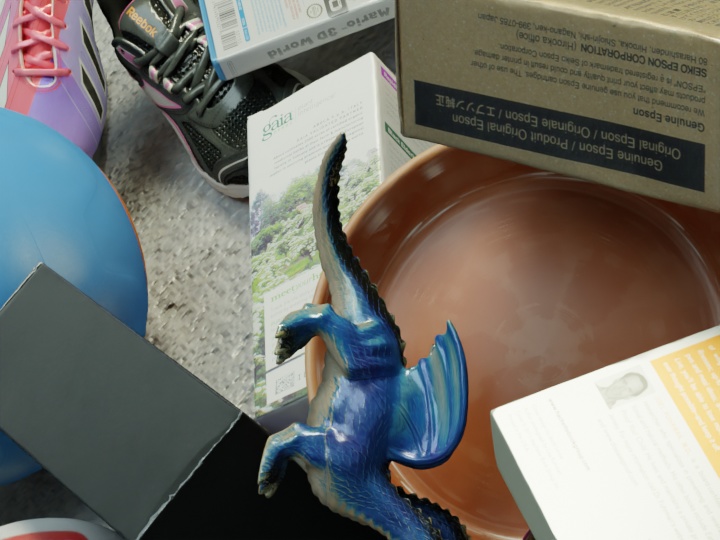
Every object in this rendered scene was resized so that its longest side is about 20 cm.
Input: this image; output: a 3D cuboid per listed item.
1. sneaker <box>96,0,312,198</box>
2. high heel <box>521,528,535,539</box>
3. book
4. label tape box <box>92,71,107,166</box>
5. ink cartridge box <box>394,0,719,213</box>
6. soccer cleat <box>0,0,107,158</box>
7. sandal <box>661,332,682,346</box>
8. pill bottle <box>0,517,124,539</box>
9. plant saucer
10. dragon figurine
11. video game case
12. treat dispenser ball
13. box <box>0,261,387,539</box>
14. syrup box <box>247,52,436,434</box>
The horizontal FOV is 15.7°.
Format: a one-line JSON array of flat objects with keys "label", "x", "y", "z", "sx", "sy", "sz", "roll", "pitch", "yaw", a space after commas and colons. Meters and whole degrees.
[{"label": "sneaker", "x": -0.095, "y": -0.110, "z": 1.428, "sx": 0.080, "sy": 0.086, "sz": 0.200, "roll": -50, "pitch": 38, "yaw": 0}, {"label": "high heel", "x": 0.034, "y": 0.167, "z": 1.051, "sx": 0.200, "sy": 0.096, "sz": 0.067, "roll": -41, "pitch": 38, "yaw": 9}, {"label": "book", "x": 0.165, "y": 0.074, "z": 0.971, "sx": 0.200, "sy": 0.048, "sz": 0.134, "roll": -17, "pitch": 44, "yaw": -9}, {"label": "label tape box", "x": -0.232, "y": -0.104, "z": 1.463, "sx": 0.063, "sy": 0.200, "sz": 0.144, "roll": -27, "pitch": 42, "yaw": 26}, {"label": "ink cartridge box", "x": 0.139, "y": -0.095, "z": 1.088, "sx": 0.165, "sy": 0.075, "sz": 0.200, "roll": 15, "pitch": 26, "yaw": 39}, {"label": "soccer cleat", "x": -0.170, "y": -0.150, "z": 1.420, "sx": 0.067, "sy": 0.076, "sz": 0.200, "roll": 1, "pitch": 74, "yaw": -3}, {"label": "sandal", "x": 0.132, "y": -0.028, "z": 1.163, "sx": 0.082, "sy": 0.050, "sz": 0.203, "roll": -14, "pitch": 50, "yaw": 36}, {"label": "pill bottle", "x": -0.133, "y": 0.218, "z": 1.157, "sx": 0.114, "sy": 0.114, "sz": 0.200, "roll": -34, "pitch": 39, "yaw": 18}, {"label": "plant saucer", "x": 0.076, "y": 0.035, "z": 1.108, "sx": 0.200, "sy": 0.032, "sz": 0.200, "roll": -3, "pitch": 77, "yaw": 12}, {"label": "dragon figurine", "x": 0.014, "y": 0.050, "z": 1.067, "sx": 0.099, "sy": 0.059, "sz": 0.200, "roll": 7, "pitch": 82, "yaw": 3}, {"label": "video game case", "x": 0.007, "y": -0.183, "z": 1.398, "sx": 0.200, "sy": 0.018, "sz": 0.143, "roll": -20, "pitch": 42, "yaw": 5}, {"label": "treat dispenser ball", "x": -0.208, "y": 0.013, "z": 1.338, "sx": 0.201, "sy": 0.201, "sz": 0.201, "roll": -26, "pitch": 43, "yaw": 27}, {"label": "box", "x": -0.084, "y": 0.092, "z": 1.197, "sx": 0.079, "sy": 0.141, "sz": 0.200, "roll": -52, "pitch": 38, "yaw": -5}, {"label": "syrup box", "x": 0.000, "y": 0.000, "z": 1.243, "sx": 0.079, "sy": 0.081, "sz": 0.200, "roll": -26, "pitch": 42, "yaw": 22}]
